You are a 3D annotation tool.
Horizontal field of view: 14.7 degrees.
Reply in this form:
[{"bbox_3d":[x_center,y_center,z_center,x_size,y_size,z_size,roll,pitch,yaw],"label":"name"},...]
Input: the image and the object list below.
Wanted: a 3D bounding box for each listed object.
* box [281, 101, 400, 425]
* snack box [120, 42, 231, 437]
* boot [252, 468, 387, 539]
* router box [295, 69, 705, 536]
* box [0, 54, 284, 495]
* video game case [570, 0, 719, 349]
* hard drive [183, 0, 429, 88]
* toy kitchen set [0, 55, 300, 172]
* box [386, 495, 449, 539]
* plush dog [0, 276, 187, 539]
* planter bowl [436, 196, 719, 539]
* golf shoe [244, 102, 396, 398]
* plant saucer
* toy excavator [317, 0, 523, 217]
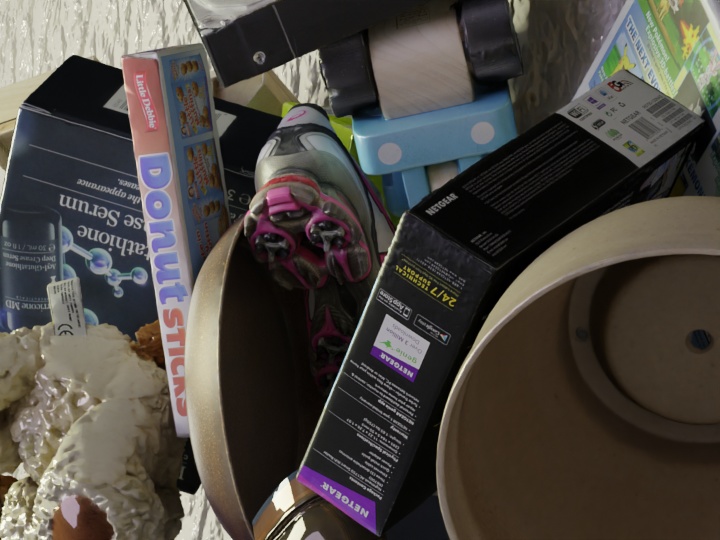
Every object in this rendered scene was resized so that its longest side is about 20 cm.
[{"bbox_3d":[-0.022,0.011,1.621,0.122,0.047,0.201,-153,71,-66],"label":"box"},{"bbox_3d":[-0.089,-0.017,1.471,0.072,0.024,0.201,-25,-72,-70],"label":"snack box"},{"bbox_3d":[-0.039,0.191,1.342,0.097,0.074,0.201,-107,35,-46],"label":"boot"},{"bbox_3d":[0.063,0.011,1.224,0.051,0.200,0.150,34,125,17],"label":"router box"},{"bbox_3d":[-0.130,0.001,1.590,0.107,0.148,0.201,-62,-13,-67],"label":"box"},{"bbox_3d":[0.144,-0.031,1.298,0.201,0.022,0.183,-107,32,-41],"label":"video game case"},{"bbox_3d":[0.004,-0.169,1.419,0.140,0.199,0.038,-114,3,-62],"label":"hard drive"},{"bbox_3d":[-0.108,-0.011,1.677,0.162,0.200,0.181,-17,54,19],"label":"toy kitchen set"},{"bbox_3d":[0.016,0.234,1.427,0.148,0.104,0.201,-113,36,-47],"label":"box"},{"bbox_3d":[-0.151,0.120,1.526,0.200,0.160,0.172,32,134,28],"label":"plush dog"},{"bbox_3d":[0.137,0.052,1.130,0.135,0.199,0.201,-72,1,-62],"label":"planter bowl"},{"bbox_3d":[0.000,0.000,1.486,0.092,0.072,0.201,-80,-23,-43],"label":"golf shoe"},{"bbox_3d":[-0.051,0.065,1.474,0.200,0.032,0.202,-5,-90,-71],"label":"plant saucer"},{"bbox_3d":[0.047,-0.042,1.427,0.195,0.099,0.201,-93,-11,-64],"label":"toy excavator"}]
